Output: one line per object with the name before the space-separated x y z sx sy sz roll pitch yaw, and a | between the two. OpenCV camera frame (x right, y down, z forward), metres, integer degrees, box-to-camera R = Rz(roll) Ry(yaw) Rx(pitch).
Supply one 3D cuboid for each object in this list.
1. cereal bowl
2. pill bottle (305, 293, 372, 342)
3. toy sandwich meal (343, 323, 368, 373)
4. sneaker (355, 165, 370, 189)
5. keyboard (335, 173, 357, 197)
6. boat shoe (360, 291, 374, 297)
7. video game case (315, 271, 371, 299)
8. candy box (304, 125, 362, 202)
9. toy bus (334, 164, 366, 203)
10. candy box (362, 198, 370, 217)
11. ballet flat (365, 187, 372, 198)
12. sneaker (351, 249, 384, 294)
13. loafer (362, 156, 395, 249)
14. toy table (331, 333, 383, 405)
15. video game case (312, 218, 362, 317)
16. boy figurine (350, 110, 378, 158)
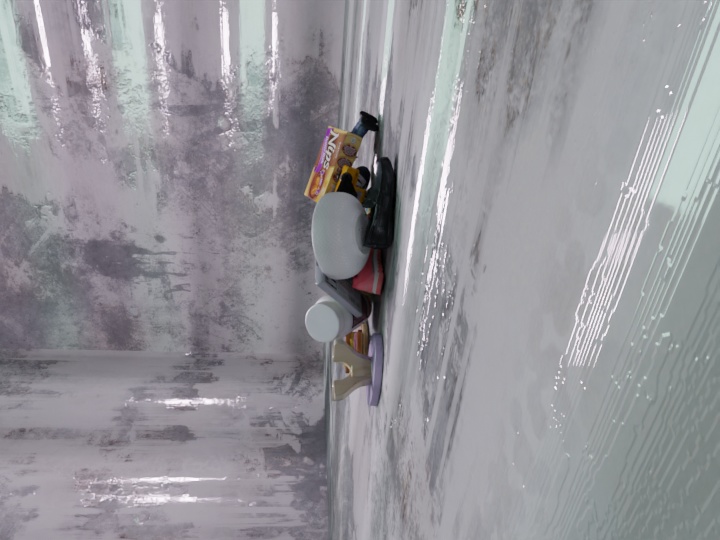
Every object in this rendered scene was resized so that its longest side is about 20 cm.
cereal bowl | -0.027 -0.081 1.302 0.199 0.082 0.204 14 -106 -63
pill bottle | -0.055 0.110 1.472 0.199 0.112 0.117 -24 -60 -65
toy sandwich meal | -0.019 0.234 1.674 0.205 0.069 0.210 -178 90 -84
sneaker | -0.014 -0.244 1.617 0.201 0.070 0.109 -55 5 -32
keyboard | -0.045 -0.125 1.381 0.128 0.020 0.202 62 -143 -41
boat shoe | -0.001 0.000 1.536 0.067 0.071 0.201 -58 31 13
video game case | -0.053 0.045 1.657 0.024 0.181 0.200 -51 -3 -14
candy box | -0.075 -0.278 1.544 0.116 0.056 0.203 35 107 55
toy bus | -0.042 -0.166 1.485 0.065 0.077 0.203 -127 56 -72
candy box | 0.011 -0.133 1.462 0.200 0.026 0.104 144 140 -65
ballet flat | -0.001 -0.132 1.596 0.068 0.074 0.204 -155 68 -85
sneaker | 0.010 -0.024 1.419 0.202 0.085 0.075 -95 10 -50
loafer | 0.038 -0.149 1.266 0.068 0.069 0.205 -160 71 -80
toy table | -0.012 0.245 1.416 0.184 0.115 0.204 -104 17 -69
video game case | -0.054 -0.006 1.386 0.200 0.022 0.185 43 -145 -52
boy figurine | -0.025 -0.341 1.606 0.201 0.063 0.126 -55 28 36
